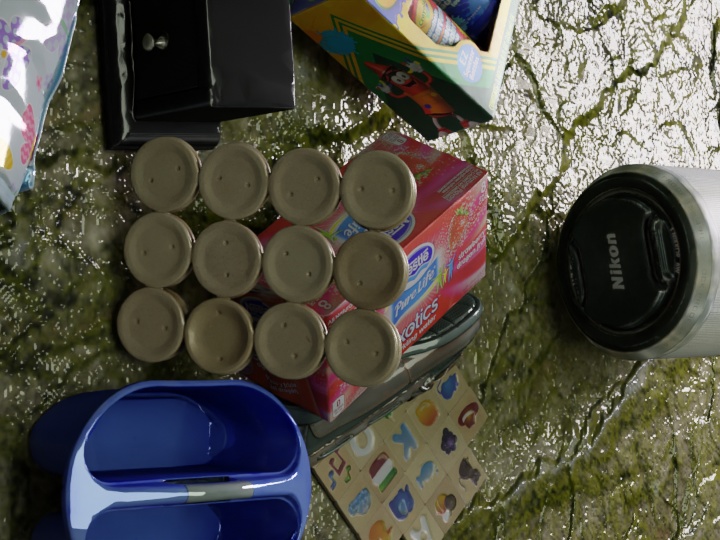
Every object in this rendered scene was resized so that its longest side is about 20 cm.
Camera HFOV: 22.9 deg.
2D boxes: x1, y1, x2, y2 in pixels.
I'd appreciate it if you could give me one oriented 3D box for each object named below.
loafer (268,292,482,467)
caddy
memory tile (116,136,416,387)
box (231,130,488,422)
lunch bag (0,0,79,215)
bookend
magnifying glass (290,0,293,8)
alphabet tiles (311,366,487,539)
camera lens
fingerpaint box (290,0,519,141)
[{"bbox_3d":[0.012,0.078,1.311,0.199,0.072,0.063,-28,125,-34],"label":"loafer"},{"bbox_3d":[-0.120,0.143,1.149,0.199,0.104,0.143,2,85,-43],"label":"caddy"},{"bbox_3d":[-0.063,-0.006,1.156,0.017,0.198,0.155,-4,99,-73],"label":"memory tile"},{"bbox_3d":[0.000,0.000,1.262,0.200,0.095,0.100,-41,143,-38],"label":"box"},{"bbox_3d":[-0.267,-0.138,1.022,0.199,0.127,0.171,24,68,-30],"label":"lunch bag"},{"bbox_3d":[-0.080,-0.187,1.151,0.092,0.198,0.202,-3,90,-43],"label":"bookend"},{"bbox_3d":[-0.025,-0.202,1.327,0.200,0.022,0.080,40,60,-35],"label":"magnifying glass"},{"bbox_3d":[0.025,0.119,1.359,0.167,0.006,0.201,-50,119,-34],"label":"alphabet tiles"},{"bbox_3d":[0.277,-0.007,1.504,0.199,0.159,0.162,0,86,-44],"label":"camera lens"},{"bbox_3d":[0.045,-0.231,1.340,0.167,0.073,0.202,38,53,-35],"label":"fingerpaint box"}]
